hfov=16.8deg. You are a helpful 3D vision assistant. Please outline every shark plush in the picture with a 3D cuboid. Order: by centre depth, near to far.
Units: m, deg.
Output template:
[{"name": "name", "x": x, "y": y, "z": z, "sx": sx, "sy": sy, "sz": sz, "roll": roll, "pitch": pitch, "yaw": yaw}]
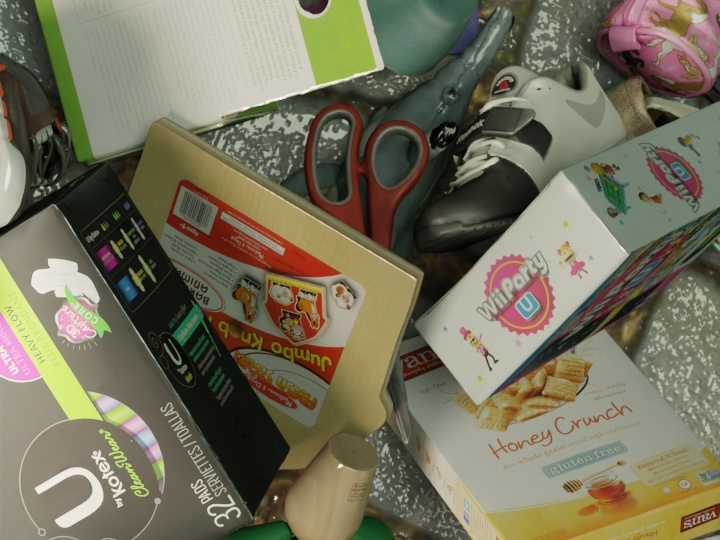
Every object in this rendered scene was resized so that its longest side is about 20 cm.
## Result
[{"name": "shark plush", "x": 0.041, "y": -0.068, "z": 1.468, "sx": 0.200, "sy": 0.083, "sz": 0.091, "roll": -43, "pitch": 100, "yaw": -16}]

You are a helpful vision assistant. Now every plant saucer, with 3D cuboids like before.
[{"name": "plant saucer", "x": 0.029, "y": -0.215, "z": 1.419, "sx": 0.200, "sy": 0.036, "sz": 0.201, "roll": 27, "pitch": 58, "yaw": -57}]

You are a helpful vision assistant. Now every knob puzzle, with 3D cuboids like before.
[{"name": "knob puzzle", "x": -0.064, "y": 0.031, "z": 1.397, "sx": 0.220, "sy": 0.219, "sz": 0.030, "roll": 55, "pitch": 38, "yaw": -8}]

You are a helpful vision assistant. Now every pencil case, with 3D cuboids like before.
[{"name": "pencil case", "x": 0.222, "y": -0.206, "z": 1.534, "sx": 0.086, "sy": 0.083, "sz": 0.201, "roll": 27, "pitch": 75, "yaw": -4}]

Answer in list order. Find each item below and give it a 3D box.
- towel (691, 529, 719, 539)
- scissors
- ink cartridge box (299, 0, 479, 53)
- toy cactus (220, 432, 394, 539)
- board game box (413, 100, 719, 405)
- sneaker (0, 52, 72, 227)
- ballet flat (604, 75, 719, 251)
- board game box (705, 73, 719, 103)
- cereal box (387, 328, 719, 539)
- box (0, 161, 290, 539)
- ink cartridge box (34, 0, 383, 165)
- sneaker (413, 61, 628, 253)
[{"name": "towel", "x": 0.243, "y": 0.132, "z": 1.462, "sx": 0.149, "sy": 0.200, "sz": 0.031, "roll": -35, "pitch": 93, "yaw": -18}, {"name": "scissors", "x": 0.000, "y": 0.000, "z": 1.399, "sx": 0.073, "sy": 0.014, "sz": 0.201, "roll": 4, "pitch": 73, "yaw": -3}, {"name": "ink cartridge box", "x": -0.021, "y": -0.225, "z": 1.481, "sx": 0.199, "sy": 0.043, "sz": 0.198, "roll": -6, "pitch": 88, "yaw": -17}, {"name": "toy cactus", "x": -0.034, "y": 0.168, "z": 1.396, "sx": 0.199, "sy": 0.103, "sz": 0.166, "roll": 6, "pitch": 129, "yaw": -26}, {"name": "board game box", "x": 0.142, "y": -0.015, "z": 1.407, "sx": 0.064, "sy": 0.148, "sz": 0.200, "roll": 52, "pitch": 39, "yaw": 12}, {"name": "sneaker", "x": -0.189, "y": -0.076, "z": 1.340, "sx": 0.082, "sy": 0.200, "sz": 0.077, "roll": 22, "pitch": 109, "yaw": -24}, {"name": "ballet flat", "x": 0.228, "y": -0.051, "z": 1.532, "sx": 0.200, "sy": 0.068, "sz": 0.067, "roll": 35, "pitch": 112, "yaw": -14}, {"name": "board game box", "x": 0.330, "y": -0.089, "z": 1.556, "sx": 0.200, "sy": 0.103, "sz": 0.105, "roll": 46, "pitch": 74, "yaw": -10}, {"name": "cereal box", "x": 0.108, "y": 0.096, "z": 1.432, "sx": 0.143, "sy": 0.200, "sz": 0.040, "roll": -17, "pitch": 131, "yaw": -19}, {"name": "box", "x": -0.158, "y": 0.069, "z": 1.344, "sx": 0.148, "sy": 0.124, "sz": 0.201, "roll": -31, "pitch": 98, "yaw": 14}, {"name": "ink cartridge box", "x": -0.079, "y": -0.156, "z": 1.377, "sx": 0.199, "sy": 0.076, "sz": 0.149, "roll": -14, "pitch": 92, "yaw": 25}, {"name": "sneaker", "x": 0.084, "y": -0.070, "z": 1.427, "sx": 0.200, "sy": 0.074, "sz": 0.089, "roll": -29, "pitch": 98, "yaw": -50}]
